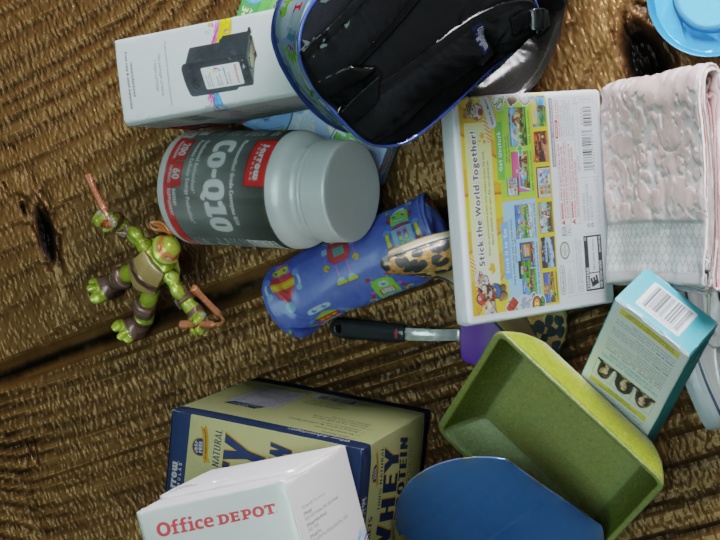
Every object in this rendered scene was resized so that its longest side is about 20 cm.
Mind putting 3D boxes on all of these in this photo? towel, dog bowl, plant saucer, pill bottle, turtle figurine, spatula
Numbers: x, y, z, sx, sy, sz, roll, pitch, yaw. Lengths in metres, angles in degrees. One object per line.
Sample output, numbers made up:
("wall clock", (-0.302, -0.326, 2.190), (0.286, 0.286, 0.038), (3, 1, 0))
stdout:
("towel", (0.264, -0.078, 1.448), (0.032, 0.200, 0.193), (-2, 92, -18))
("dog bowl", (0.331, -0.290, 1.472), (0.111, 0.050, 0.202), (22, 102, 17))
("plant saucer", (0.183, 0.158, 1.529), (0.200, 0.048, 0.201), (43, 146, 12))
("pill bottle", (-0.089, -0.079, 1.592), (0.198, 0.113, 0.115), (3, 96, 35))
("turtle figurine", (-0.223, -0.004, 1.671), (0.200, 0.064, 0.161), (45, 140, -2))
("spatula", (0.060, 0.062, 1.621), (0.198, 0.021, 0.057), (4, 98, 21))

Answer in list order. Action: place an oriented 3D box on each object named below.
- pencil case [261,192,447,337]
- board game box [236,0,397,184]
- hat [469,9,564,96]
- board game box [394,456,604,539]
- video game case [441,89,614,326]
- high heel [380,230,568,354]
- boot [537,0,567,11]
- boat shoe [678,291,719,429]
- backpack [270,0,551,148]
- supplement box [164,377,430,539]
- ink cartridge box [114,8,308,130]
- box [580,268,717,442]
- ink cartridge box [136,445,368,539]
("pencil case", (0.000, 0.000, 1.608), (0.199, 0.087, 0.079), (-25, 45, 20))
("board game box", (-0.041, -0.194, 1.627), (0.198, 0.037, 0.153), (24, 102, 16))
("hat", (0.095, -0.236, 1.541), (0.198, 0.081, 0.203), (0, 85, -5))
("board game box", (0.134, 0.231, 1.553), (0.199, 0.039, 0.158), (35, 130, -16))
("video game case", (0.154, -0.060, 1.501), (0.023, 0.181, 0.203), (1, 97, 54))
("high heel", (0.110, 0.032, 1.518), (0.071, 0.198, 0.144), (-11, 88, 57))
("boot", (0.143, -0.345, 1.491), (0.199, 0.069, 0.175), (27, 75, -6))
("boat shoe", (0.319, 0.042, 1.494), (0.066, 0.073, 0.202), (-14, 90, 22))
("backpack", (0.024, -0.213, 1.403), (0.200, 0.147, 0.183), (-45, 118, -7))
("supplement box", (-0.060, 0.199, 1.583), (0.198, 0.200, 0.136), (9, 98, 19))
("ink cartridge box", (-0.109, -0.189, 1.556), (0.198, 0.146, 0.084), (-8, 90, 21))
("box", (0.248, 0.092, 1.473), (0.082, 0.049, 0.201), (39, 148, 18))
("ink cartridge box", (-0.076, 0.270, 1.412), (0.146, 0.144, 0.202), (-13, 92, 21))
